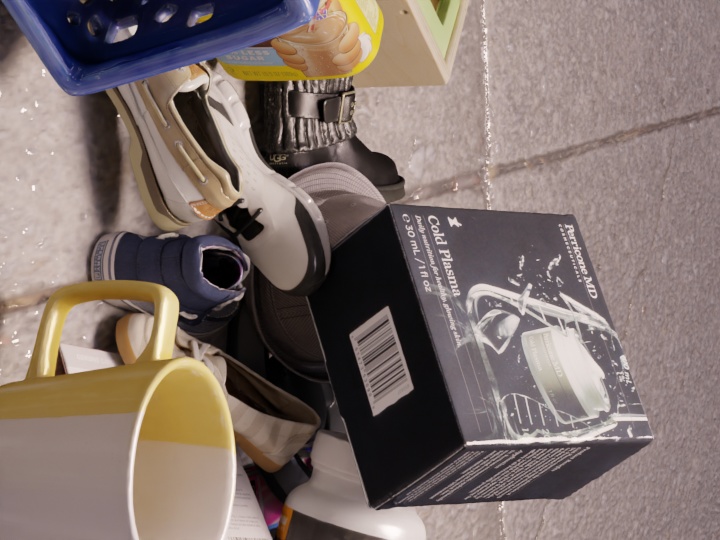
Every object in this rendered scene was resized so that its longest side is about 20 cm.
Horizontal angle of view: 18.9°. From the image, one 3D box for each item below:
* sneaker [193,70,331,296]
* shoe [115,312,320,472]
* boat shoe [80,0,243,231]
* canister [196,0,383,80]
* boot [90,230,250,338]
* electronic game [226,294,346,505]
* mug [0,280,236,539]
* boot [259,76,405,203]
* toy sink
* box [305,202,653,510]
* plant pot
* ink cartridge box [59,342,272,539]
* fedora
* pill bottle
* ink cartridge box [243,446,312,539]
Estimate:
[{"bbox_3d":[-0.099,-0.059,1.627,0.200,0.074,0.080,53,32,12],"label":"sneaker"},{"bbox_3d":[-0.105,0.083,1.625,0.200,0.053,0.070,40,29,-40],"label":"shoe"},{"bbox_3d":[-0.140,-0.132,1.557,0.075,0.068,0.200,-32,103,-63],"label":"boat shoe"},{"bbox_3d":[-0.078,-0.228,1.649,0.200,0.148,0.087,54,41,-56],"label":"canister"},{"bbox_3d":[-0.115,0.012,1.629,0.200,0.090,0.073,15,76,-66],"label":"boot"},{"bbox_3d":[-0.057,0.106,1.798,0.200,0.042,0.200,49,32,-46],"label":"electronic game"},{"bbox_3d":[-0.174,0.118,1.412,0.187,0.153,0.150,-68,148,-43],"label":"mug"},{"bbox_3d":[-0.022,-0.133,1.861,0.211,0.079,0.158,-5,95,-66],"label":"boot"},{"bbox_3d":[0.037,-0.283,1.959,0.130,0.112,0.200,60,37,-50],"label":"toy sink"},{"bbox_3d":[0.087,0.066,1.638,0.196,0.124,0.200,2,61,-41],"label":"box"},{"bbox_3d":[-0.137,-0.259,1.424,0.200,0.200,0.180,60,29,-29],"label":"plant pot"},{"bbox_3d":[-0.149,0.150,1.579,0.200,0.045,0.176,16,48,-59],"label":"ink cartridge box"},{"bbox_3d":[0.000,0.000,1.749,0.200,0.090,0.177,-24,103,-44],"label":"fedora"},{"bbox_3d":[-0.015,0.231,1.670,0.116,0.116,0.200,17,88,-66],"label":"pill bottle"},{"bbox_3d":[-0.066,0.206,1.821,0.200,0.037,0.095,-8,98,-69],"label":"ink cartridge box"}]
